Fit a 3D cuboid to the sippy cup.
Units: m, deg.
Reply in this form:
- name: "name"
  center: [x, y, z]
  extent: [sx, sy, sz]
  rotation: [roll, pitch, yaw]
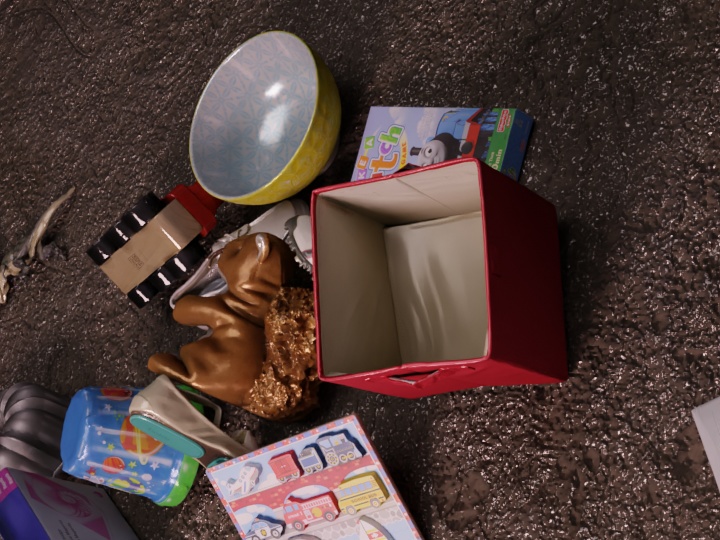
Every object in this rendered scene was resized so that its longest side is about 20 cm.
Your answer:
- name: "sippy cup"
  center: [-0.257, 0.186, 1.487]
  extent: [0.178, 0.130, 0.140]
  rotation: [-64, 28, 26]

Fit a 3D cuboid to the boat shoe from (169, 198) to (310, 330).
- name: "boat shoe"
  center: [-0.139, -0.011, 1.529]
  extent: [0.200, 0.069, 0.071]
  rotation: [-46, 45, 17]

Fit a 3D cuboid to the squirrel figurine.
- name: "squirrel figurine"
  center: [-0.101, 0.057, 1.434]
  extent: [0.200, 0.141, 0.187]
  rotation: [17, 80, 35]

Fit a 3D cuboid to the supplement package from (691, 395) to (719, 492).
- name: "supplement package"
  center: [0.377, 0.156, 0.944]
  extent: [0.200, 0.147, 0.192]
  rotation: [-31, 54, 28]

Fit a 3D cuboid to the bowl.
- name: "bowl"
  center: [-0.087, -0.158, 1.516]
  extent: [0.200, 0.108, 0.200]
  rotation: [-18, 62, 37]

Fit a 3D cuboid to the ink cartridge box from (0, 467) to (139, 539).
- name: "ink cartridge box"
  center: [-0.329, 0.294, 1.484]
  extent: [0.196, 0.200, 0.043]
  rotation: [41, 102, 43]

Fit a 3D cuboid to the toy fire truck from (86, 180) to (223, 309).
- name: "toy fire truck"
  center: [-0.218, -0.080, 1.591]
  extent: [0.200, 0.129, 0.176]
  rotation: [-48, 9, -36]

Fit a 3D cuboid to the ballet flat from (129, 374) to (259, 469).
- name: "ballet flat"
  center: [-0.148, 0.179, 1.398]
  extent: [0.069, 0.200, 0.070]
  rotation: [-43, 19, 19]

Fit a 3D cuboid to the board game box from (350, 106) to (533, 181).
- name: "board game box"
  center: [0.074, -0.094, 1.396]
  extent: [0.200, 0.037, 0.152]
  rotation: [7, 79, 44]

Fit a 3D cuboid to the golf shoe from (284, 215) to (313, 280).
- name: "golf shoe"
  center: [0.000, 0.000, 1.399]
  extent: [0.088, 0.077, 0.200]
  rotation: [-47, 61, 10]

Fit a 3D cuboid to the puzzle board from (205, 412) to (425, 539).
- name: "puzzle board"
  center: [-0.048, 0.235, 1.321]
  extent: [0.200, 0.017, 0.151]
  rotation: [-24, 97, 33]

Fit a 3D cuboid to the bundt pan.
- name: "bundt pan"
  center: [-0.438, 0.224, 1.655]
  extent: [0.202, 0.076, 0.202]
  rotation: [-35, 34, 28]

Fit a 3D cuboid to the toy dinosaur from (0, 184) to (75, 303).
- name: "toy dinosaur"
  center: [-0.446, -0.024, 1.831]
  extent: [0.200, 0.047, 0.088]
  rotation: [-49, 41, 11]

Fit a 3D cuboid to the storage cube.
- name: "storage cube"
  center: [0.075, 0.014, 1.218]
  extent: [0.171, 0.180, 0.200]
  rotation: [-10, 74, 28]
